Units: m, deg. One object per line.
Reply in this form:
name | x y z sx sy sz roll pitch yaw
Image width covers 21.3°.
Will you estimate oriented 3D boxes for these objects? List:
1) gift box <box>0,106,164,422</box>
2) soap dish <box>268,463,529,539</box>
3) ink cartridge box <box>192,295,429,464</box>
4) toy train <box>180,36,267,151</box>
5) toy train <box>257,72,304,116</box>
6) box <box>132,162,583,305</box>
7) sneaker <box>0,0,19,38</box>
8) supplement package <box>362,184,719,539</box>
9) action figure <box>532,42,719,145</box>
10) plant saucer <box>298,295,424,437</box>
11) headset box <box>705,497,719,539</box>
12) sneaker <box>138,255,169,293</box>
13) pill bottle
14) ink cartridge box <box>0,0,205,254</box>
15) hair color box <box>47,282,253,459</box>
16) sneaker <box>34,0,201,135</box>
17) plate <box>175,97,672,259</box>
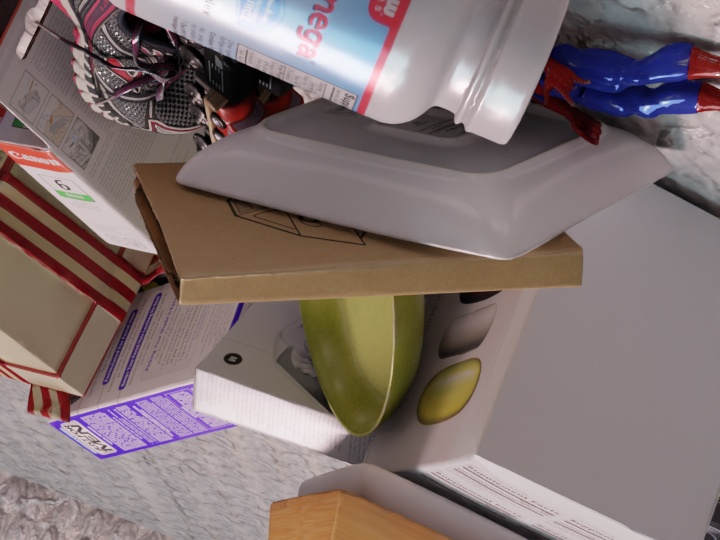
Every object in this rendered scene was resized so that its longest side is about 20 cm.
gift box | -0.258 -0.009 1.436 0.199 0.186 0.187 16 161 41
soap dish | 0.027 0.188 1.187 0.156 0.082 0.200 26 166 -9
ink cartridge box | 0.016 0.061 1.309 0.198 0.200 0.041 18 125 15
toy train | -0.071 -0.089 1.059 0.046 0.034 0.200 39 163 13
toy train | -0.054 -0.101 1.146 0.046 0.034 0.200 30 163 8
box | -0.006 -0.024 0.965 0.198 0.021 0.164 -2 -159 -14
sneaker | -0.221 -0.181 1.069 0.081 0.078 0.200 10 161 15
supplement package | 0.123 0.062 1.144 0.146 0.193 0.200 26 163 -13
action figure | 0.108 -0.095 0.952 0.198 0.052 0.065 17 167 26
plant saucer | 0.000 0.000 1.178 0.031 0.202 0.200 -7 171 -18
headset box | 0.274 0.148 1.383 0.173 0.094 0.199 32 160 -29
sneaker | -0.139 -0.006 1.506 0.198 0.075 0.085 -1 146 35
pill bottle | -0.009 -0.134 0.873 0.198 0.110 0.109 23 163 -1
ink cartridge box | -0.165 -0.105 1.156 0.050 0.110 0.200 11 159 33
hair color box | -0.138 0.068 1.437 0.199 0.110 0.065 -15 135 42
sneaker | -0.119 -0.126 1.056 0.074 0.081 0.200 36 169 23
plate | 0.037 -0.063 0.998 0.198 0.033 0.199 14 -157 29
